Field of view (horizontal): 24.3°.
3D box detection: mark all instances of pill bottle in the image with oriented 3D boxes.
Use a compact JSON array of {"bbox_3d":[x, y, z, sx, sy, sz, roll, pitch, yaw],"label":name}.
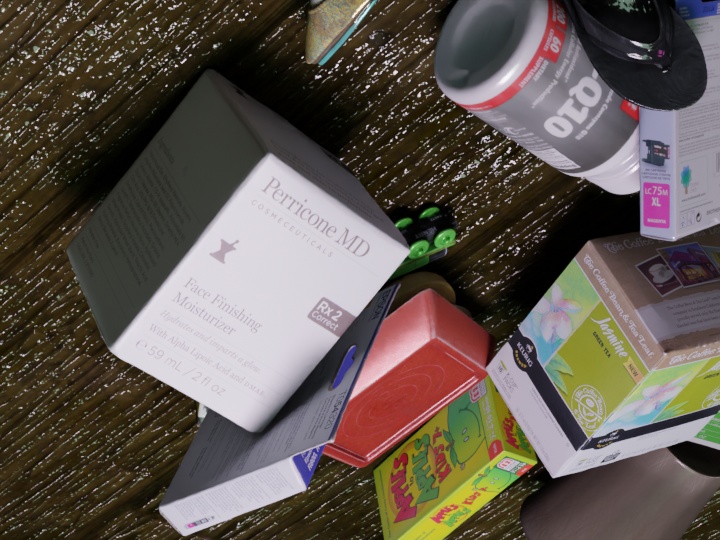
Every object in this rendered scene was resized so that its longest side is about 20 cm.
[{"bbox_3d":[0.163,-0.145,1.337,0.199,0.115,0.114,28,128,-36],"label":"pill bottle"}]

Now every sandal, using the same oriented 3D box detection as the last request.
[{"bbox_3d":[0.186,-0.200,1.240,0.075,0.048,0.201,-37,96,5],"label":"sandal"}]

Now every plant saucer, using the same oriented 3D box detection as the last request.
[{"bbox_3d":[0.026,0.112,1.542,0.199,0.037,0.199,-38,154,9],"label":"plant saucer"}]

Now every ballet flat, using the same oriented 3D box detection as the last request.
[{"bbox_3d":[0.006,-0.238,1.244,0.070,0.071,0.200,23,131,-33],"label":"ballet flat"}]

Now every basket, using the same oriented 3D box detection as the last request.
[{"bbox_3d":[0.300,0.237,1.805,0.179,0.137,0.201,20,129,-24],"label":"basket"}]

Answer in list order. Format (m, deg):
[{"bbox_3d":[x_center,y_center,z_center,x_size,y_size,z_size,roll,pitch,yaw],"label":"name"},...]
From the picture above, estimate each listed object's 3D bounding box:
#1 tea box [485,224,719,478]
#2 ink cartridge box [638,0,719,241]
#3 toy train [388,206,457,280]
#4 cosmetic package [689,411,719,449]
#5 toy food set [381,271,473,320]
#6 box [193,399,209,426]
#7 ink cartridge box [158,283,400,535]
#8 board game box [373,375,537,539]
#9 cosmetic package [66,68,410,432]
[{"bbox_3d":[0.261,0.069,1.546,0.198,0.134,0.197,-10,146,-38],"label":"tea box"},{"bbox_3d":[0.267,-0.135,1.331,0.119,0.042,0.203,-16,110,-46],"label":"ink cartridge box"},{"bbox_3d":[0.000,0.000,1.485,0.198,0.042,0.057,-23,146,-21],"label":"toy train"},{"bbox_3d":[0.381,0.084,1.674,0.107,0.086,0.200,16,135,-24],"label":"cosmetic package"},{"bbox_3d":[0.019,0.089,1.594,0.197,0.049,0.200,-34,154,4],"label":"toy food set"},{"bbox_3d":[-0.106,0.051,1.525,0.074,0.050,0.202,4,123,-13],"label":"box"},{"bbox_3d":[-0.057,0.115,1.390,0.199,0.197,0.043,-23,117,35],"label":"ink cartridge box"},{"bbox_3d":[0.095,0.205,1.743,0.047,0.102,0.200,20,132,-32],"label":"board game box"},{"bbox_3d":[-0.101,-0.016,1.344,0.164,0.165,0.201,32,103,-35],"label":"cosmetic package"}]
